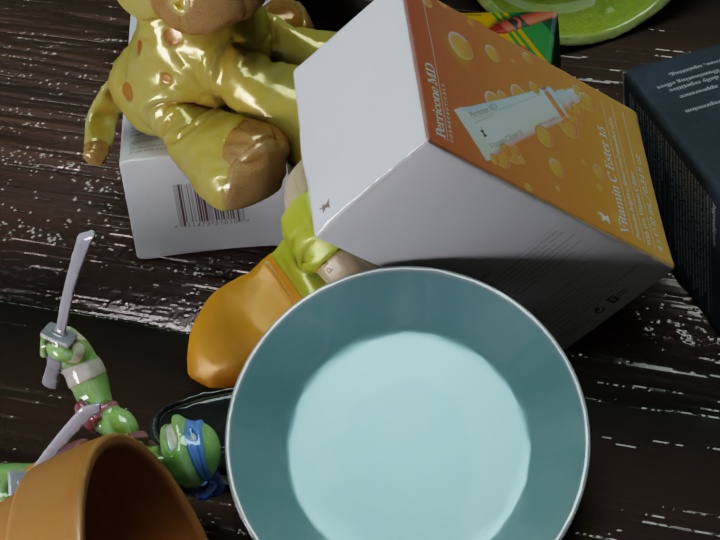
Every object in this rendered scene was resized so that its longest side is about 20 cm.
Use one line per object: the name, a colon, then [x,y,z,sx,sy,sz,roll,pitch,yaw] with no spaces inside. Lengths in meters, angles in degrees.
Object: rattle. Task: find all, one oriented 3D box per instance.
rattle: [0.000,0.000,1.486,0.130,0.144,0.200,29,25,6]

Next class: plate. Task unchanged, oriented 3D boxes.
plate: [0.025,0.095,1.340,0.198,0.026,0.202,0,69,0]

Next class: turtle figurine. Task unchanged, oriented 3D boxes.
turtle figurine: [-0.186,0.090,1.315,0.193,0.200,0.145,-25,57,11]

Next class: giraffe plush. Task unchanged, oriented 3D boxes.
giraffe plush: [-0.093,-0.157,1.493,0.199,0.163,0.173,13,42,26]

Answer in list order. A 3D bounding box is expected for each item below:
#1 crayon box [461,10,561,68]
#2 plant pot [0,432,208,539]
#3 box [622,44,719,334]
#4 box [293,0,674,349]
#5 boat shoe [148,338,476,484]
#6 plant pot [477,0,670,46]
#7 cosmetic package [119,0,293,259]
crayon box: [0.063,-0.097,1.616,0.126,0.051,0.201,0,39,9]
plant pot: [-0.150,0.194,1.180,0.139,0.201,0.201,-18,36,12]
box: [0.262,-0.046,1.470,0.147,0.108,0.200,-15,37,-10]
box: [0.070,-0.057,1.416,0.097,0.199,0.125,-38,44,33]
boat shoe: [-0.026,0.073,1.401,0.198,0.068,0.072,-8,39,1]
plant pot: [0.125,-0.283,1.752,0.199,0.202,0.184,-18,28,-13]
cosmetic package: [-0.097,-0.102,1.627,0.112,0.082,0.201,-4,37,4]
